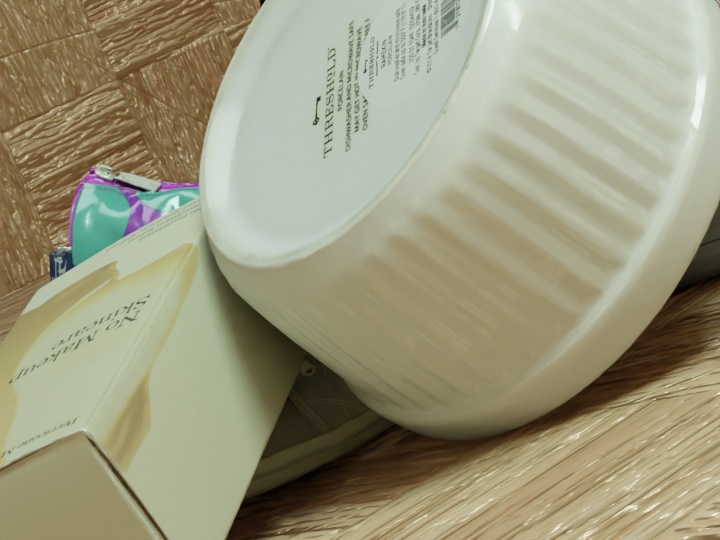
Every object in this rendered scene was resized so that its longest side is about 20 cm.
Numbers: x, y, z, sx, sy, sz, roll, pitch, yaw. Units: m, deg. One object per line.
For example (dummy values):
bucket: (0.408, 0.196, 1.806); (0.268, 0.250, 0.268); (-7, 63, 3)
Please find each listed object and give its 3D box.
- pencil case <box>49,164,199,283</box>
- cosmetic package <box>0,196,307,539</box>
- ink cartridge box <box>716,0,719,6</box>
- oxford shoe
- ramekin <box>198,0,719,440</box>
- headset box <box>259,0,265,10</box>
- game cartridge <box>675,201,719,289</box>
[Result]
pencil case: (-0.054, -0.016, 1.216); (0.198, 0.093, 0.085); (-4, 22, 10)
cosmetic package: (-0.091, 0.056, 0.858); (0.105, 0.071, 0.200); (-28, 17, 21)
ink cartridge box: (0.211, -0.172, 1.226); (0.175, 0.200, 0.084); (-27, -35, -20)
oxford shoe: (-0.011, 0.042, 0.960); (0.199, 0.058, 0.075); (-29, 10, -24)
ramekin: (0.030, -0.050, 0.860); (0.200, 0.105, 0.201); (-35, 39, 34)
headset box: (0.034, -0.129, 1.018); (0.148, 0.078, 0.200); (10, -23, 6)
game cartridge: (0.171, -0.038, 1.022); (0.133, 0.041, 0.200); (-16, 10, 35)
